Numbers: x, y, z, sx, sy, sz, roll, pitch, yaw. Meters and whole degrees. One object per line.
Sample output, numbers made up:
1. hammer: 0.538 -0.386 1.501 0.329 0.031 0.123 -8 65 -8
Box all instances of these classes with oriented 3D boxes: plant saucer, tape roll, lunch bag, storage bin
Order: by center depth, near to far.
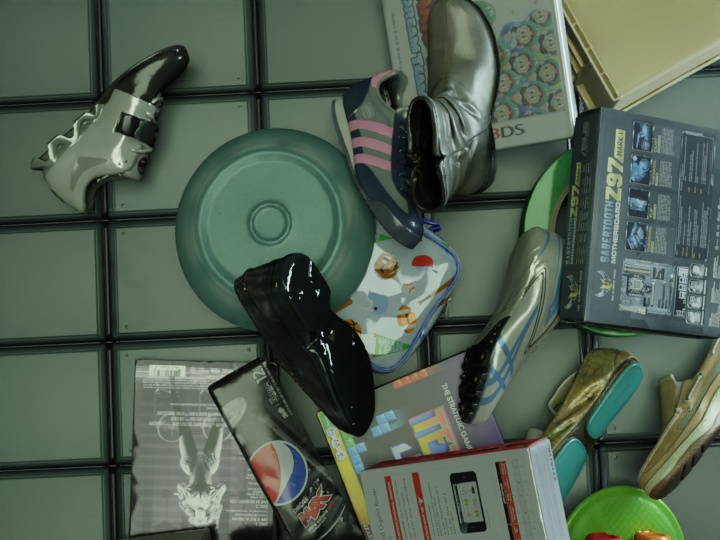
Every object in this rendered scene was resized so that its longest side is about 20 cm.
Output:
1. plant saucer: -0.085 -0.042 1.128 0.198 0.036 0.202 -1 82 5
2. lunch bag: 0.000 0.000 1.173 0.199 0.076 0.161 33 85 4
3. storage bin: 0.283 -0.287 1.177 0.199 0.094 0.200 -28 85 -1
4. tape roll: 0.260 -0.034 1.181 0.198 0.048 0.203 0 86 2

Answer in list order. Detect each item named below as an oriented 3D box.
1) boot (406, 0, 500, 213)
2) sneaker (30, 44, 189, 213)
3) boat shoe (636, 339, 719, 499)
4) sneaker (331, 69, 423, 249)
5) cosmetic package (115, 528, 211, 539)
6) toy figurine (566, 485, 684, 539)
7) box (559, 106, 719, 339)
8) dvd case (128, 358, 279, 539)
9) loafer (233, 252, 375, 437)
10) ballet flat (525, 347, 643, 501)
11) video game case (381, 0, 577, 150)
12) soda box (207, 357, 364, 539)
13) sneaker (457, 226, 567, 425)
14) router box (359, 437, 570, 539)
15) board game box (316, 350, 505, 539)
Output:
1. boot: 0.082 -0.159 1.099 0.067 0.130 0.202 -3 97 26
2. sneaker: -0.233 -0.140 1.190 0.200 0.074 0.089 -43 86 8
3. boat shoe: 0.323 0.134 1.155 0.076 0.072 0.200 37 66 20
4. sneaker: 0.033 -0.115 1.130 0.082 0.070 0.201 -34 54 19
5. cosmetic package: -0.187 0.363 1.133 0.102 0.087 0.202 -9 91 2
6. toy figurine: 0.259 0.282 1.063 0.198 0.184 0.152 4 86 -18
7. box: 0.272 -0.042 1.108 0.156 0.051 0.202 7 85 -21
8. dvd case: -0.158 0.193 1.190 0.147 0.016 0.202 1 85 0
9. loafer: -0.048 0.072 1.098 0.072 0.073 0.201 -8 119 34
10. ballet flat: 0.201 0.158 1.152 0.070 0.071 0.201 37 75 3
11. video game case: 0.115 -0.218 1.160 0.180 0.024 0.202 -7 95 27
12. soda box: -0.075 0.187 1.148 0.063 0.071 0.201 -29 92 -12
13. sneaker: 0.152 0.059 1.119 0.072 0.072 0.202 26 87 -13
14. router box: 0.103 0.265 1.067 0.178 0.049 0.202 -13 87 31
15. board game box: 0.067 0.202 1.165 0.164 0.057 0.202 -23 86 1
